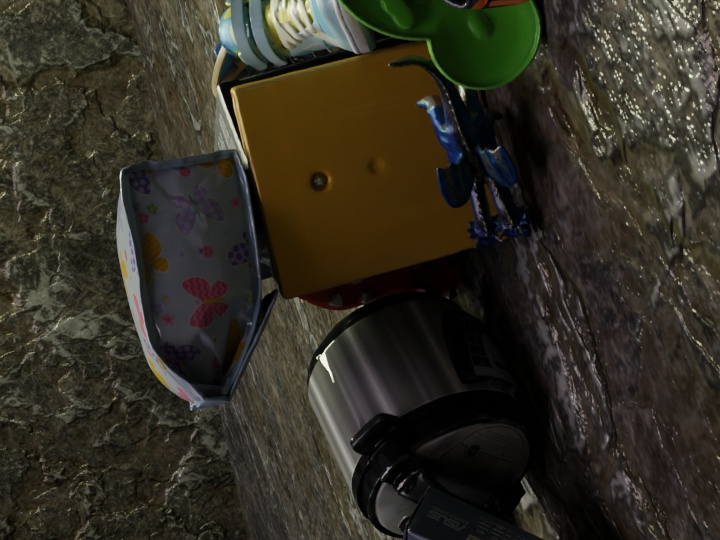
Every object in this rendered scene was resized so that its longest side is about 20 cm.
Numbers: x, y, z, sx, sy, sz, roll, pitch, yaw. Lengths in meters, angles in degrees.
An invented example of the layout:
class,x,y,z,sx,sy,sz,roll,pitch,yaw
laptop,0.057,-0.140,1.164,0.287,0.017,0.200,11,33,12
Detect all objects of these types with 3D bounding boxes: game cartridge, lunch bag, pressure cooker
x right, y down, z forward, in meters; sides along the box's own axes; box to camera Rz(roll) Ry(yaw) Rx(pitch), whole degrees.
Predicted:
class,x,y,z,sx,sy,sz,roll,pitch,yaw
game cartridge,0.010,-0.086,1.144,0.032,0.198,0.178,-143,39,-74
lunch bag,-0.136,0.014,1.179,0.170,0.126,0.202,145,117,-78
pressure cooker,0.060,0.143,1.252,0.179,0.175,0.201,92,158,-46

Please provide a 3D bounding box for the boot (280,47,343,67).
class,x,y,z,sx,sy,sz,roll,pitch,yaw
boot,-0.074,-0.176,1.352,0.204,0.153,0.074,45,-163,-56

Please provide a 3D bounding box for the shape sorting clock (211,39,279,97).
class,x,y,z,sx,sy,sz,roll,pitch,yaw
shape sorting clock,-0.079,-0.248,1.384,0.039,0.200,0.200,33,156,9

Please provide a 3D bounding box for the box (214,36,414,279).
class,x,y,z,sx,sy,sz,roll,pitch,yaw
box,-0.025,-0.100,1.281,0.200,0.195,0.118,107,143,-67

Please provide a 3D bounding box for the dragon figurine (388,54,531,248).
class,x,y,z,sx,sy,sz,roll,pitch,yaw
dragon figurine,0.084,-0.088,1.057,0.200,0.058,0.100,51,-158,-60

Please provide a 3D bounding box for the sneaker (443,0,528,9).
class,x,y,z,sx,sy,sz,roll,pitch,yaw
sneaker,0.073,-0.254,0.876,0.078,0.111,0.201,-128,25,-56

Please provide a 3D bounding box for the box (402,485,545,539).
class,x,y,z,sx,sy,sz,roll,pitch,yaw
box,0.130,0.274,1.153,0.199,0.051,0.158,23,144,16

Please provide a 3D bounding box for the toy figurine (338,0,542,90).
class,x,y,z,sx,sy,sz,roll,pitch,yaw
toy figurine,0.049,-0.248,1.041,0.200,0.150,0.184,53,-170,-23

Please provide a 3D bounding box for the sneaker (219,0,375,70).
class,x,y,z,sx,sy,sz,roll,pitch,yaw
sneaker,-0.056,-0.204,1.143,0.200,0.129,0.080,-79,-22,-85

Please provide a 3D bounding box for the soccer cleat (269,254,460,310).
class,x,y,z,sx,sy,sz,roll,pitch,yaw
soccer cleat,0.000,0.000,1.300,0.085,0.199,0.069,11,99,61
